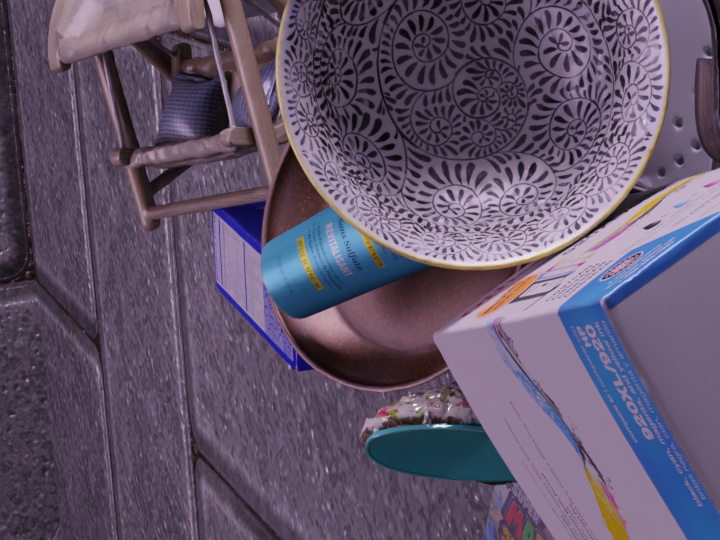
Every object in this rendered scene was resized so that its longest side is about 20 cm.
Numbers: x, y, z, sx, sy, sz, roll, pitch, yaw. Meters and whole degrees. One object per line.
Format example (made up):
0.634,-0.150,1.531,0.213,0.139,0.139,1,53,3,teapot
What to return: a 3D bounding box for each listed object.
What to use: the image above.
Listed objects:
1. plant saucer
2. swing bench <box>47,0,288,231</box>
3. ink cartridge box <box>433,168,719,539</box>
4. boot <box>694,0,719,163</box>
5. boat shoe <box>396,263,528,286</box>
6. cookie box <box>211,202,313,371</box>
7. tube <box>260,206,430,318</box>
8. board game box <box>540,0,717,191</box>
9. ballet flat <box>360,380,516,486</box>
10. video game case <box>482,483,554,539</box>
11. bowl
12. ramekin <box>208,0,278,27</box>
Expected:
0.027,-0.026,1.170,0.199,0.037,0.202,-7,78,36,plant saucer
-0.112,-0.151,1.367,0.198,0.130,0.201,-7,118,54,swing bench
0.157,0.045,0.921,0.145,0.147,0.200,58,160,-5,ink cartridge box
0.221,-0.118,0.875,0.174,0.069,0.202,23,123,62,boot
0.105,-0.013,1.171,0.199,0.059,0.073,0,87,38,boat shoe
0.000,0.000,1.388,0.200,0.170,0.076,-140,48,-64,cookie box
0.031,-0.031,1.111,0.199,0.050,0.078,-27,88,32,tube
0.124,-0.156,1.037,0.199,0.026,0.202,22,115,40,board game box
0.101,0.090,1.136,0.076,0.198,0.064,78,-160,-49,ballet flat
0.126,0.190,1.330,0.144,0.018,0.201,-117,27,-45,video game case
0.057,-0.098,1.011,0.094,0.199,0.203,76,-176,-85,bowl
-0.083,-0.308,1.612,0.200,0.097,0.202,171,90,-71,ramekin
